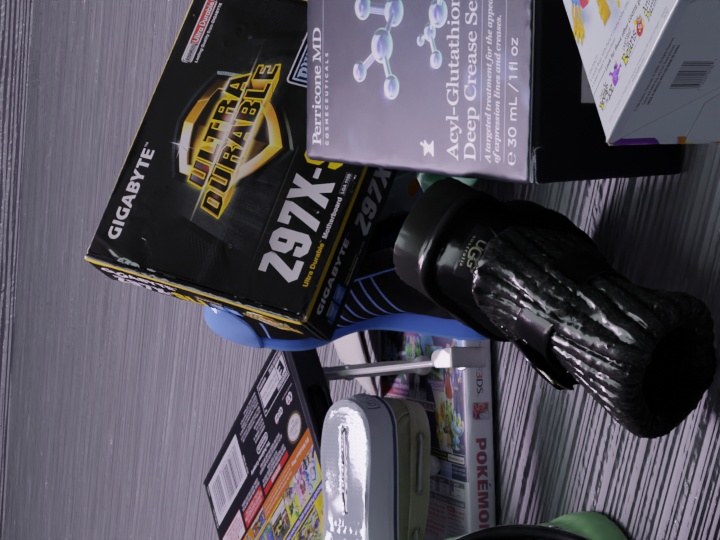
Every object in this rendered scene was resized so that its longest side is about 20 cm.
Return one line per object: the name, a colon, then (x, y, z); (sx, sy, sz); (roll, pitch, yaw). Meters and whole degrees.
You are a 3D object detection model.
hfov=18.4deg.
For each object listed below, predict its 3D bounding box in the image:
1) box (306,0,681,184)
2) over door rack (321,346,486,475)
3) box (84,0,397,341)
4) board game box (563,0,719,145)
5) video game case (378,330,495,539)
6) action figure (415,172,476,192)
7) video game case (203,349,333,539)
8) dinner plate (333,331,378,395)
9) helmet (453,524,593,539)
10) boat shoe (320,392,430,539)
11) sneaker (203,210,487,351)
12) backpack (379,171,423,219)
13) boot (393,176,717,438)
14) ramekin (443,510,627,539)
box: (0.068, -0.128, 1.190); (0.200, 0.107, 0.149); (9, 102, 54)
over door rack: (0.037, 0.128, 1.441); (0.200, 0.067, 0.148); (-11, 82, 61)
box: (-0.059, -0.071, 1.356); (0.200, 0.160, 0.049); (-68, -25, -11)
board game box: (0.149, -0.168, 1.014); (0.105, 0.103, 0.200); (112, 151, -53)
video game case: (0.052, 0.124, 1.530); (0.200, 0.023, 0.182); (-179, 87, -75)
action figure: (0.094, -0.117, 1.300); (0.200, 0.055, 0.118); (144, 124, -62)
video game case: (-0.050, 0.169, 1.513); (0.200, 0.025, 0.181); (119, 142, -48)
dinner plate: (-0.020, 0.000, 1.633); (0.200, 0.024, 0.200); (-14, -90, -88)
helmet: (0.099, 0.224, 1.074); (0.191, 0.200, 0.200); (-115, 26, -75)
boat shoe: (0.014, 0.174, 1.352); (0.072, 0.062, 0.200); (10, 99, 54)
sneaker: (0.000, 0.000, 1.370); (0.078, 0.200, 0.070); (86, -179, -46)
backpack: (-0.015, -0.086, 1.470); (0.200, 0.176, 0.153); (-108, 7, -50)
boot: (0.121, 0.025, 1.166); (0.158, 0.211, 0.079); (28, 97, 26)
ramekin: (0.093, 0.239, 1.261); (0.200, 0.098, 0.200); (178, 90, -74)
